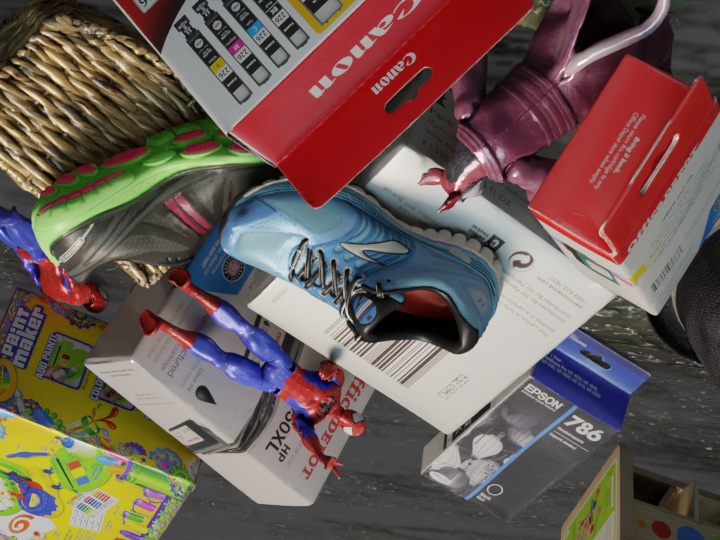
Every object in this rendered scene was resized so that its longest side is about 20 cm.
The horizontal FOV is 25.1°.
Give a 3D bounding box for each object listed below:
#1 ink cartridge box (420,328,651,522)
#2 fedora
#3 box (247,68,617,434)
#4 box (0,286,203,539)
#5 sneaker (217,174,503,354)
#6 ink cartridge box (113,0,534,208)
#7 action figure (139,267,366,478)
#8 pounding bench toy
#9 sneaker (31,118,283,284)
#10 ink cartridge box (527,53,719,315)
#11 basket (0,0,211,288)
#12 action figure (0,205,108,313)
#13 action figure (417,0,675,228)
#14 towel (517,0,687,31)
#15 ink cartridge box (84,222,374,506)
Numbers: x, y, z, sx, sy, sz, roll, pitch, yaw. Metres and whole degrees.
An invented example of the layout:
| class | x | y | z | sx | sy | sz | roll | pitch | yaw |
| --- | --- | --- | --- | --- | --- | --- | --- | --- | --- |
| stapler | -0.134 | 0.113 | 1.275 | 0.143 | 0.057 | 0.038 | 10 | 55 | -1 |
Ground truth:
| class | x | y | z | sx | sy | sz | roll | pitch | yaw |
| --- | --- | --- | --- | --- | --- | --- | --- | --- | --- |
| ink cartridge box | 0.147 | 0.133 | 1.382 | 0.099 | 0.039 | 0.200 | 30 | 127 | -16 |
| fedora | 0.304 | 0.027 | 1.232 | 0.200 | 0.092 | 0.201 | 4 | 130 | 5 |
| box | 0.057 | -0.017 | 1.207 | 0.199 | 0.131 | 0.200 | 33 | 126 | -18 |
| box | -0.244 | 0.147 | 1.378 | 0.192 | 0.122 | 0.200 | 23 | 139 | -11 |
| sneaker | 0.000 | 0.000 | 1.087 | 0.199 | 0.090 | 0.079 | 17 | 129 | -3 |
| ink cartridge box | -0.022 | -0.170 | 1.015 | 0.200 | 0.176 | 0.084 | -44 | 158 | 6 |
| action figure | -0.061 | 0.081 | 1.197 | 0.200 | 0.099 | 0.065 | 35 | 91 | -31 |
| pounding bench toy | 0.265 | 0.281 | 1.382 | 0.155 | 0.200 | 0.124 | 20 | 130 | -7 |
| sneaker | -0.129 | -0.049 | 1.140 | 0.199 | 0.077 | 0.084 | -19 | 121 | -5 |
| ink cartridge box | 0.175 | -0.056 | 1.023 | 0.067 | 0.116 | 0.200 | 32 | 177 | 24 |
| basket | -0.195 | -0.111 | 1.212 | 0.200 | 0.149 | 0.143 | 41 | 91 | -24 |
| action figure | -0.265 | -0.025 | 1.295 | 0.065 | 0.052 | 0.200 | 7 | 147 | 39 |
| action figure | 0.123 | -0.106 | 1.050 | 0.200 | 0.149 | 0.134 | -44 | 93 | -4 |
| towel | 0.134 | -0.223 | 1.086 | 0.199 | 0.037 | 0.149 | 21 | 129 | -9 |
| ink cartridge box | -0.093 | 0.073 | 1.286 | 0.200 | 0.145 | 0.084 | 42 | 153 | -25 |
